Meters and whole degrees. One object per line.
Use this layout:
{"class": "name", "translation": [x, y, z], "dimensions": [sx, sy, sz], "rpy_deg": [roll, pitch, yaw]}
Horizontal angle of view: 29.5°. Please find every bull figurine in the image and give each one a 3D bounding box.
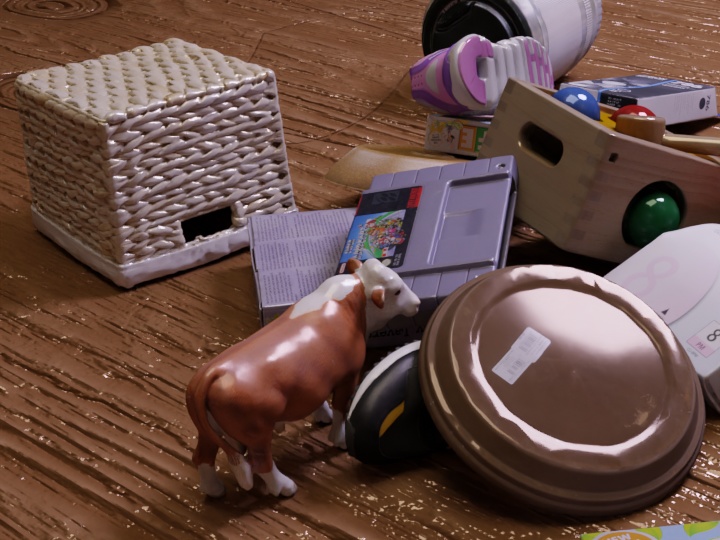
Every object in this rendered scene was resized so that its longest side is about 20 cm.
{"class": "bull figurine", "translation": [-0.039, 0.071, 0.917], "dimensions": [0.065, 0.122, 0.200], "rpy_deg": [20, 33, 39]}

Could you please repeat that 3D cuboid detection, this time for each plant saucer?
{"class": "plant saucer", "translation": [0.065, -0.093, 1.288], "dimensions": [0.199, 0.036, 0.200], "rpy_deg": [6, 10, -1]}
{"class": "plant saucer", "translation": [0.137, 0.069, 0.909], "dimensions": [0.199, 0.030, 0.201], "rpy_deg": [7, 49, -8]}

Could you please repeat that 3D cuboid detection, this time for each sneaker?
{"class": "sneaker", "translation": [0.117, -0.181, 1.321], "dimensions": [0.088, 0.081, 0.200], "rpy_deg": [-10, -5, 36]}
{"class": "sneaker", "translation": [0.083, 0.085, 0.934], "dimensions": [0.199, 0.070, 0.090], "rpy_deg": [-20, 27, -36]}

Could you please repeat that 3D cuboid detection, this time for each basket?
{"class": "basket", "translation": [-0.193, -0.109, 1.278], "dimensions": [0.198, 0.162, 0.200], "rpy_deg": [-21, 28, -31]}

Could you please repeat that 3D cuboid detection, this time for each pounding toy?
{"class": "pounding toy", "translation": [0.235, -0.086, 1.149], "dimensions": [0.183, 0.143, 0.200], "rpy_deg": [11, 18, -31]}

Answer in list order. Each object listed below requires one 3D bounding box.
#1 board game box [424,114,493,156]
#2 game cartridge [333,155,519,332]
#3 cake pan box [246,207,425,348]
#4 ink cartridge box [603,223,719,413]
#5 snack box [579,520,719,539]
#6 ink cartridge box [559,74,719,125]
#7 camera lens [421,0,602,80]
{"class": "board game box", "translation": [0.167, -0.131, 1.361], "dimensions": [0.134, 0.034, 0.200], "rpy_deg": [12, 12, 28]}
{"class": "game cartridge", "translation": [0.052, -0.025, 1.067], "dimensions": [0.129, 0.039, 0.200], "rpy_deg": [-4, 33, 14]}
{"class": "cake pan box", "translation": [0.000, 0.000, 1.151], "dimensions": [0.183, 0.053, 0.200], "rpy_deg": [-4, 25, -7]}
{"class": "ink cartridge box", "translation": [0.295, 0.001, 1.023], "dimensions": [0.200, 0.057, 0.163], "rpy_deg": [-40, 31, -2]}
{"class": "snack box", "translation": [0.211, 0.203, 0.673], "dimensions": [0.168, 0.068, 0.200], "rpy_deg": [-6, 23, -4]}
{"class": "ink cartridge box", "translation": [0.309, -0.184, 1.477], "dimensions": [0.099, 0.039, 0.199], "rpy_deg": [18, 20, 39]}
{"class": "camera lens", "translation": [0.178, -0.285, 1.608], "dimensions": [0.159, 0.161, 0.200], "rpy_deg": [13, 29, 31]}
